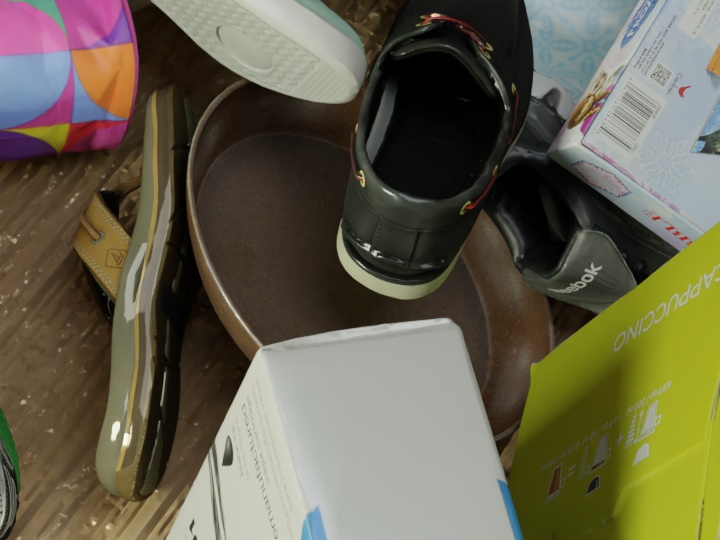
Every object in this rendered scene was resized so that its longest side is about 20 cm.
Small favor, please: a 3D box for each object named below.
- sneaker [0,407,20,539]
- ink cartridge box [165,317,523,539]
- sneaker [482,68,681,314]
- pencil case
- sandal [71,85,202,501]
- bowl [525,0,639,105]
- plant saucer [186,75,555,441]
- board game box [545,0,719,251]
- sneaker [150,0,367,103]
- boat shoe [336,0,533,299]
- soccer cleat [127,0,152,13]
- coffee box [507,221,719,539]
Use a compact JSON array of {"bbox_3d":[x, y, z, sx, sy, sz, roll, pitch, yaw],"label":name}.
[{"bbox_3d":[-0.201,0.039,0.894,0.078,0.085,0.200,-36,114,-7],"label":"sneaker"},{"bbox_3d":[-0.006,0.130,0.881,0.086,0.200,0.147,-6,64,-21],"label":"ink cartridge box"},{"bbox_3d":[0.119,-0.008,1.066,0.200,0.066,0.091,39,42,-5],"label":"sneaker"},{"bbox_3d":[-0.199,-0.089,1.004,0.200,0.088,0.089,-4,64,-23],"label":"pencil case"},{"bbox_3d":[-0.103,0.004,1.000,0.054,0.080,0.200,3,64,9],"label":"sandal"},{"bbox_3d":[0.122,-0.175,1.134,0.200,0.108,0.201,0,95,3],"label":"bowl"},{"bbox_3d":[0.000,0.000,1.024,0.200,0.034,0.201,24,44,-25],"label":"plant saucer"},{"bbox_3d":[0.218,-0.080,1.047,0.199,0.041,0.200,35,77,-12],"label":"board game box"},{"bbox_3d":[-0.054,-0.167,1.022,0.200,0.074,0.118,37,69,13],"label":"sneaker"},{"bbox_3d":[0.040,-0.080,1.008,0.074,0.063,0.202,18,49,1],"label":"boat shoe"},{"bbox_3d":[-0.088,-0.156,1.092,0.200,0.069,0.078,4,66,-10],"label":"soccer cleat"},{"bbox_3d":[0.178,0.120,0.913,0.198,0.200,0.200,24,58,-15],"label":"coffee box"}]
